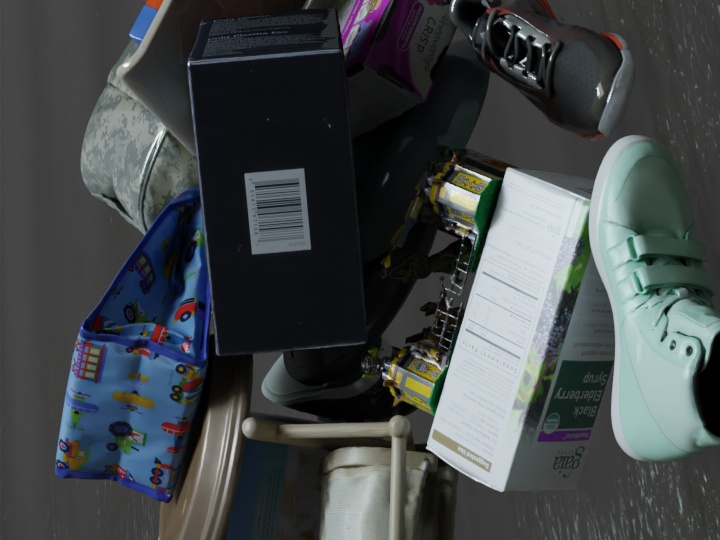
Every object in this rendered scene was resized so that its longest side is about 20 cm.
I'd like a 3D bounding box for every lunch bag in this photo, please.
[{"bbox_3d":[-0.153,0.042,1.450,0.201,0.094,0.151,-79,5,-49],"label":"lunch bag"},{"bbox_3d":[-0.173,-0.115,1.811,0.168,0.139,0.200,-56,31,1],"label":"lunch bag"}]

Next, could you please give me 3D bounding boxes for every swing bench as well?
[{"bbox_3d":[0.003,0.214,1.390,0.129,0.200,0.200,-2,79,20],"label":"swing bench"}]

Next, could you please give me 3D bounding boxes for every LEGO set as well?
[{"bbox_3d":[0.055,-0.003,1.356,0.116,0.153,0.201,24,117,34],"label":"LEGO set"}]

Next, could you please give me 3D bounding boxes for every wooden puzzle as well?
[{"bbox_3d":[-0.107,-0.203,1.502,0.046,0.185,0.201,28,82,24],"label":"wooden puzzle"}]

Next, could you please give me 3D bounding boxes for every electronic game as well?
[{"bbox_3d":[0.000,0.000,1.537,0.200,0.042,0.200,-48,22,27],"label":"electronic game"}]

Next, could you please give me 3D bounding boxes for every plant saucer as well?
[{"bbox_3d":[-0.117,0.135,1.440,0.200,0.029,0.201,-169,90,-78],"label":"plant saucer"},{"bbox_3d":[0.024,-0.100,1.502,0.201,0.039,0.201,-49,23,29],"label":"plant saucer"}]

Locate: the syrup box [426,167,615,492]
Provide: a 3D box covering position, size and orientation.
[{"bbox_3d":[0.120,0.040,1.284,0.081,0.078,0.201,26,106,44],"label":"syrup box"}]

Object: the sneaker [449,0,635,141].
[{"bbox_3d":[0.118,-0.147,1.360,0.200,0.081,0.077,45,121,58],"label":"sneaker"}]

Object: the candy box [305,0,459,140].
[{"bbox_3d":[0.004,-0.173,1.504,0.200,0.061,0.137,-20,43,60],"label":"candy box"}]

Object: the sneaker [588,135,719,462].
[{"bbox_3d":[0.197,0.012,1.165,0.118,0.073,0.202,163,104,-67],"label":"sneaker"}]

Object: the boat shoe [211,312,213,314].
[{"bbox_3d":[-0.134,-0.009,1.824,0.200,0.071,0.068,-128,23,-61],"label":"boat shoe"}]

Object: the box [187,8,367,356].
[{"bbox_3d":[-0.055,-0.066,1.342,0.182,0.103,0.201,-99,4,-74],"label":"box"}]

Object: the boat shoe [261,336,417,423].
[{"bbox_3d":[-0.016,0.092,1.563,0.076,0.060,0.200,-55,20,-14],"label":"boat shoe"}]

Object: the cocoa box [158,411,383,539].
[{"bbox_3d":[-0.078,0.217,1.566,0.131,0.133,0.201,2,83,61],"label":"cocoa box"}]
